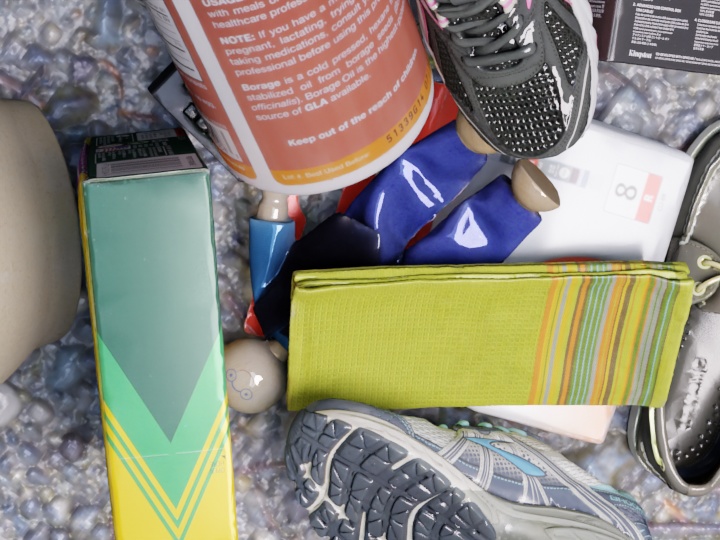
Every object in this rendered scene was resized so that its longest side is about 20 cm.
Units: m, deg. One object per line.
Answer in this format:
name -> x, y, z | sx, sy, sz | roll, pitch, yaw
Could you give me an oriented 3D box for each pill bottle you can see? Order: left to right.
pill bottle -> -0.043, -0.137, 0.736 | 0.112, 0.112, 0.200 | -25, 137, -2

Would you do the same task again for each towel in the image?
towel -> 0.064, 0.036, 0.830 | 0.199, 0.018, 0.086 | -1, 122, -7

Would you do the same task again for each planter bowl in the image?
planter bowl -> -0.212, -0.016, 0.780 | 0.134, 0.200, 0.201 | -11, 102, -29

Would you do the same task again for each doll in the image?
doll -> 0.000, 0.000, 0.843 | 0.200, 0.048, 0.136 | -42, 97, 16

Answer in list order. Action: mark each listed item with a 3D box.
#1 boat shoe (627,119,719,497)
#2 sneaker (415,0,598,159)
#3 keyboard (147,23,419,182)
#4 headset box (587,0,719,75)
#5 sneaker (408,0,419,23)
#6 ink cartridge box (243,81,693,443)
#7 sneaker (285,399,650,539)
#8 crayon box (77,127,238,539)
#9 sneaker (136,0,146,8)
boat shoe -> 0.191, 0.021, 0.885 | 0.072, 0.060, 0.202 | 9, 98, -6
sneaker -> 0.043, -0.136, 0.731 | 0.080, 0.086, 0.200 | -17, 108, 23
keyboard -> -0.030, -0.154, 0.845 | 0.127, 0.021, 0.200 | 44, 91, -5
headset box -> 0.174, -0.197, 0.817 | 0.148, 0.075, 0.201 | 1, 101, -29
sneaker -> 0.055, -0.212, 0.787 | 0.071, 0.073, 0.200 | 35, 118, 8
ink cartridge box -> 0.057, -0.013, 0.870 | 0.199, 0.050, 0.163 | 15, 97, -12
sneaker -> 0.056, 0.114, 0.835 | 0.200, 0.086, 0.078 | 27, 123, -8
crayon box -> -0.096, 0.029, 0.782 | 0.058, 0.200, 0.173 | -6, 101, -8
sneaker -> -0.123, -0.211, 0.789 | 0.077, 0.086, 0.200 | -26, 96, 4
